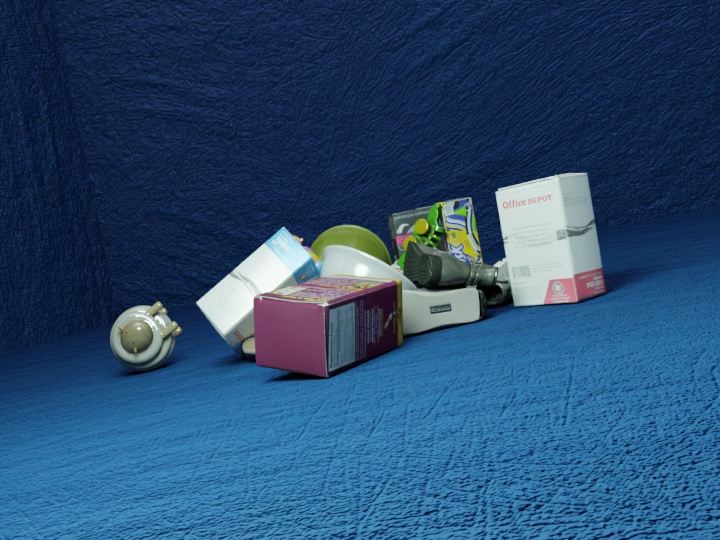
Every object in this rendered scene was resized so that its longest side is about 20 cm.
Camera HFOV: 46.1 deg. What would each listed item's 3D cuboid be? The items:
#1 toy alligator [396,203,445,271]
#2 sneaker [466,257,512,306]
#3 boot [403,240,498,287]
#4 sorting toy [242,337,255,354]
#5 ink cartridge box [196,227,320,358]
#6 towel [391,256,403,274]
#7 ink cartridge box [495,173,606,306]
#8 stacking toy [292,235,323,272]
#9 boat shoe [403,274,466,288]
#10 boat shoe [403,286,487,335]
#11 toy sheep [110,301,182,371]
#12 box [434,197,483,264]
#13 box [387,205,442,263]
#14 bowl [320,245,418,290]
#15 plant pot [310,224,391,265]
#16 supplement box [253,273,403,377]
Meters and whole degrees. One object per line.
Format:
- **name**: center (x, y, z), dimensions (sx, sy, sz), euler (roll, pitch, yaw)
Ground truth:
- **toy alligator**: center (0.111, -0.032, 1.613), dimensions (0.054, 0.201, 0.059), euler (37, 10, 31)
- **sneaker**: center (0.258, 0.029, 1.536), dimensions (0.198, 0.077, 0.092), euler (-21, 13, -22)
- **boot**: center (0.150, -0.001, 1.433), dimensions (0.129, 0.069, 0.200), euler (7, 9, -13)
- **sorting toy**: center (-0.078, 0.121, 1.400), dimensions (0.183, 0.037, 0.199), euler (-13, 7, -29)
- **ink cartridge box**: center (-0.170, 0.042, 1.470), dimensions (0.200, 0.084, 0.145), euler (-42, -19, -10)
- **towel**: center (0.064, 0.039, 1.667), dimensions (0.200, 0.030, 0.146), euler (-45, 17, -18)
- **ink cartridge box**: center (0.313, -0.050, 1.401), dimensions (0.084, 0.203, 0.145), euler (-13, 3, -35)
- **stacking toy**: center (-0.119, -0.007, 1.717), dimensions (0.115, 0.110, 0.201), euler (-31, 40, 3)
- **boat shoe**: center (0.116, 0.023, 1.519), dimensions (0.074, 0.067, 0.199), euler (11, 8, -36)
- **boat shoe**: center (0.102, 0.065, 1.388), dimensions (0.197, 0.076, 0.093), euler (-2, -3, -5)
- **toy sheep**: center (-0.419, 0.131, 1.643), dimensions (0.136, 0.140, 0.200), euler (-12, -12, -7)
- **box**: center (0.197, -0.038, 1.656), dimensions (0.063, 0.203, 0.070), euler (-11, 4, -6)
- **box**: center (0.137, -0.033, 1.838), dimensions (0.121, 0.203, 0.106), euler (-12, 3, -3)
- **bowl**: center (0.004, 0.048, 1.467), dimensions (0.199, 0.091, 0.201), euler (26, -18, 9)
- **plant pot**: center (-0.039, 0.020, 1.844), dimensions (0.198, 0.203, 0.193), euler (-11, 14, 11)
- **supplement box**: center (-0.041, 0.073, 1.210), dimensions (0.130, 0.105, 0.199), euler (6, 11, 34)
